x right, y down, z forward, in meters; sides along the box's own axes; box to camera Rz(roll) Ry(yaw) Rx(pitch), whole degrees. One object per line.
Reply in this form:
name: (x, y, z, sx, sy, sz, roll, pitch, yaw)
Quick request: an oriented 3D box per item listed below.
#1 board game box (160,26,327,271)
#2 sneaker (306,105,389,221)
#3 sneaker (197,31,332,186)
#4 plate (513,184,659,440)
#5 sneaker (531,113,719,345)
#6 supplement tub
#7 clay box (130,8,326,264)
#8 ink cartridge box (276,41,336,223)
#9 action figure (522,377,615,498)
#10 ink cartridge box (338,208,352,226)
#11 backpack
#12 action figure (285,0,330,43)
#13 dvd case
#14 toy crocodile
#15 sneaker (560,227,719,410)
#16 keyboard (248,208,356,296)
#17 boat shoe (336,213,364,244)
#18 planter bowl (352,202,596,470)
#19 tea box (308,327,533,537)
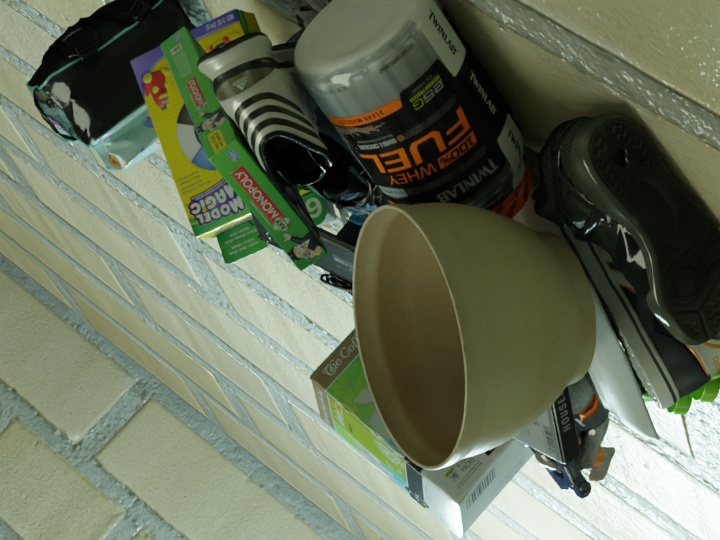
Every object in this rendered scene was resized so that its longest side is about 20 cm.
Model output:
board game box: (-0.096, -0.101, 1.589, 0.135, 0.029, 0.200, 50, -172, -35)
sneaker: (0.005, -0.065, 1.633, 0.200, 0.078, 0.090, 30, -157, -1)
sneaker: (-0.063, -0.116, 1.540, 0.116, 0.076, 0.200, 66, -167, 4)
plate: (0.171, 0.023, 1.616, 0.200, 0.032, 0.200, 62, -177, -42)
sneaker: (0.200, -0.034, 1.472, 0.200, 0.076, 0.114, 52, 165, -20)
supplement tub: (0.047, -0.122, 1.531, 0.122, 0.123, 0.200, 22, 155, 55)
clay box: (-0.116, -0.116, 1.744, 0.048, 0.115, 0.200, -1, -112, -69)
ink cartridge box: (-0.058, -0.120, 1.854, 0.200, 0.057, 0.163, 7, -111, -82)
action figure: (0.169, 0.104, 1.755, 0.200, 0.105, 0.193, 54, 175, 12)
ink cartridge box: (0.067, -0.033, 1.807, 0.175, 0.084, 0.200, 38, 164, 24)
backpack: (-0.245, -0.195, 2.007, 0.153, 0.176, 0.200, 54, 167, -22)
action figure: (-0.018, -0.183, 1.655, 0.130, 0.069, 0.200, 53, 161, -7)
dvd case: (0.105, 0.067, 1.673, 0.200, 0.025, 0.151, 25, 136, 51)
toy crocodile: (0.260, 0.086, 1.687, 0.067, 0.062, 0.200, 3, 168, -8)
sneaker: (0.221, 0.009, 1.549, 0.200, 0.079, 0.078, 62, -178, 24)
keyboard: (0.000, 0.000, 1.668, 0.200, 0.021, 0.127, 26, 162, 17)
boat shoe: (0.028, 0.034, 1.790, 0.200, 0.069, 0.084, 52, 164, -25)
planter bowl: (0.093, 0.038, 1.488, 0.200, 0.134, 0.201, 169, 90, -68)
tea box: (0.089, 0.114, 1.932, 0.197, 0.200, 0.134, 38, 166, 17)
